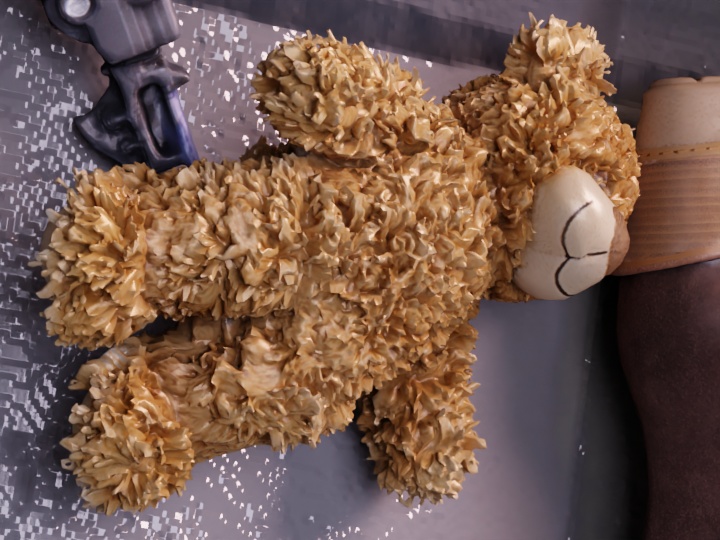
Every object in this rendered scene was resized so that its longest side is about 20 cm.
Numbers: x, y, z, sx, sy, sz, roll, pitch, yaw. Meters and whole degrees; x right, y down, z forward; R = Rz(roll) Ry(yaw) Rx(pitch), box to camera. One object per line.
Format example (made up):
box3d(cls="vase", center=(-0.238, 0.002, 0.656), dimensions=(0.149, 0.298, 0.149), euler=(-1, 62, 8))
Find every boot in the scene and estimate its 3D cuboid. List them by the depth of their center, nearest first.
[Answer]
box3d(cls="boot", center=(0.176, 0.023, 0.888), dimensions=(0.200, 0.072, 0.167), euler=(-2, 90, -1))

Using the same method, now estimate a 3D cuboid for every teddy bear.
box3d(cls="teddy bear", center=(0.000, 0.000, 0.816), dimensions=(0.200, 0.067, 0.145), euler=(-2, 100, -32))

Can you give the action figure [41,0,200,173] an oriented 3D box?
box3d(cls="action figure", center=(-0.098, -0.095, 0.766), dimensions=(0.193, 0.105, 0.200), euler=(-30, 108, -11))
